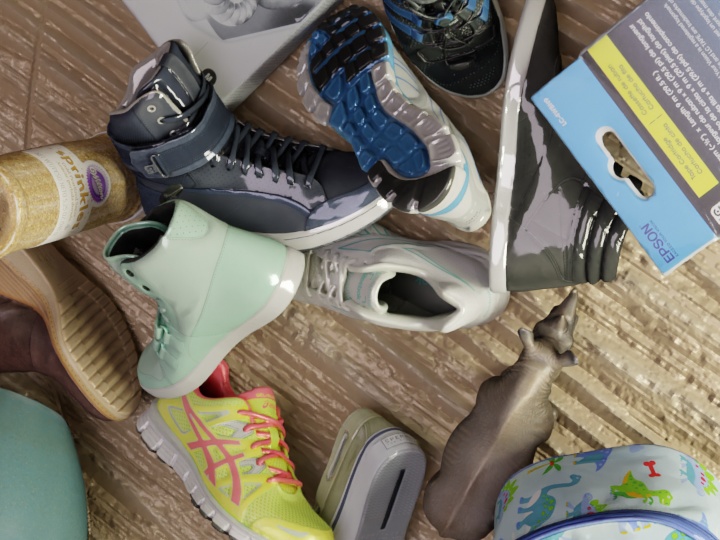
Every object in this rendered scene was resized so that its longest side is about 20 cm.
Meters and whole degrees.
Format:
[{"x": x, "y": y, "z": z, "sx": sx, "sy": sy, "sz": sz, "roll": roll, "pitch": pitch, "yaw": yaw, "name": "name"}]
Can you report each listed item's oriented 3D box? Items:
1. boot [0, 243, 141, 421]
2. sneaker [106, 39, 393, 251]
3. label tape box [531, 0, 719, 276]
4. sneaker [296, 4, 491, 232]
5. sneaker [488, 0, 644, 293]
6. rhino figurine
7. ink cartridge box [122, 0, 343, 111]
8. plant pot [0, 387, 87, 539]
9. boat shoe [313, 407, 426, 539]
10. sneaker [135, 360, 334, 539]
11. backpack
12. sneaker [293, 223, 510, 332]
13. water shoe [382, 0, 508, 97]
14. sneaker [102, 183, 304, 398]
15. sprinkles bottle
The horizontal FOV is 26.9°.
[{"x": -0.270, "y": 0.059, "z": 1.181, "sx": 0.166, "sy": 0.072, "sz": 0.201, "roll": -37, "pitch": 87, "yaw": 35, "name": "boot"}, {"x": -0.078, "y": -0.088, "z": 1.028, "sx": 0.200, "sy": 0.077, "sz": 0.147, "roll": -5, "pitch": 129, "yaw": 20, "name": "sneaker"}, {"x": 0.227, "y": -0.115, "z": 0.928, "sx": 0.199, "sy": 0.066, "sz": 0.144, "roll": -39, "pitch": 85, "yaw": 18, "name": "label tape box"}, {"x": 0.024, "y": -0.095, "z": 1.007, "sx": 0.075, "sy": 0.086, "sz": 0.201, "roll": -40, "pitch": 52, "yaw": 14, "name": "sneaker"}, {"x": 0.139, "y": -0.082, "z": 0.983, "sx": 0.098, "sy": 0.071, "sz": 0.203, "roll": 5, "pitch": 97, "yaw": 8, "name": "sneaker"}, {"x": 0.102, "y": 0.099, "z": 1.015, "sx": 0.059, "sy": 0.087, "sz": 0.201, "roll": 31, "pitch": 110, "yaw": 13, "name": "rhino figurine"}, {"x": -0.092, "y": -0.248, "z": 1.054, "sx": 0.200, "sy": 0.041, "sz": 0.200, "roll": -42, "pitch": 83, "yaw": 22, "name": "ink cartridge box"}, {"x": -0.290, "y": 0.164, "z": 1.147, "sx": 0.198, "sy": 0.200, "sz": 0.136, "roll": 11, "pitch": 68, "yaw": 19, "name": "plant pot"}, {"x": -0.008, "y": 0.194, "z": 1.098, "sx": 0.062, "sy": 0.071, "sz": 0.202, "roll": 46, "pitch": 121, "yaw": 48, "name": "boat shoe"}, {"x": -0.082, "y": 0.131, "z": 1.082, "sx": 0.200, "sy": 0.078, "sz": 0.091, "roll": 39, "pitch": 98, "yaw": 33, "name": "sneaker"}, {"x": 0.172, "y": 0.222, "z": 0.951, "sx": 0.181, "sy": 0.147, "sz": 0.201, "roll": -17, "pitch": 113, "yaw": 23, "name": "backpack"}, {"x": 0.000, "y": 0.000, "z": 1.043, "sx": 0.198, "sy": 0.080, "sz": 0.071, "roll": 10, "pitch": 105, "yaw": 22, "name": "sneaker"}, {"x": 0.040, "y": -0.177, "z": 0.951, "sx": 0.071, "sy": 0.079, "sz": 0.201, "roll": -18, "pitch": 128, "yaw": 16, "name": "water shoe"}, {"x": -0.136, "y": 0.014, "z": 1.053, "sx": 0.117, "sy": 0.074, "sz": 0.200, "roll": 29, "pitch": 139, "yaw": -20, "name": "sneaker"}, {"x": -0.211, "y": -0.055, "z": 1.050, "sx": 0.067, "sy": 0.200, "sz": 0.069, "roll": 4, "pitch": 102, "yaw": 21, "name": "sprinkles bottle"}]
